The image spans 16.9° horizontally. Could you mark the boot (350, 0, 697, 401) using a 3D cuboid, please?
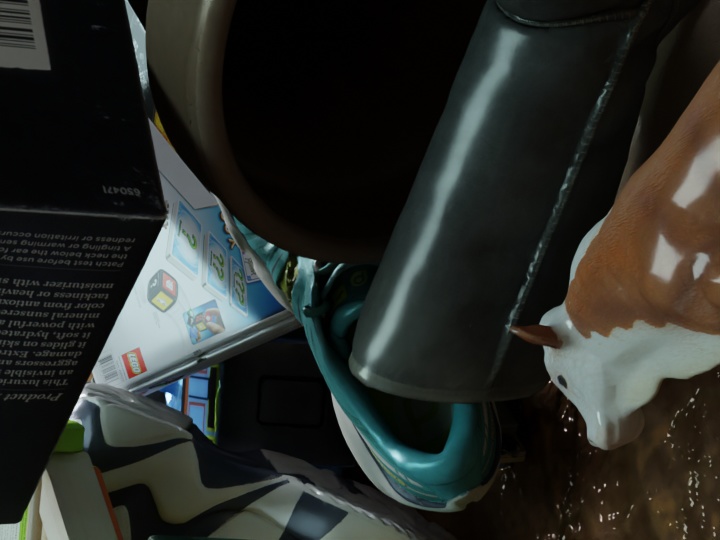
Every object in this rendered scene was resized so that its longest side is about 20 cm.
[{"bbox_3d":[0.040,-0.052,0.824,0.073,0.182,0.200,50,119,40],"label":"boot"}]

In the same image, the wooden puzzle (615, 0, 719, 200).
[{"bbox_3d":[0.106,-0.069,0.937,0.185,0.037,0.200,-21,63,58],"label":"wooden puzzle"}]

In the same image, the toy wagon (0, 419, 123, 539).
[{"bbox_3d":[-0.135,0.135,0.972,0.200,0.040,0.155,5,90,55],"label":"toy wagon"}]

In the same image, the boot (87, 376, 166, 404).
[{"bbox_3d":[-0.109,0.036,1.188,0.073,0.182,0.200,40,131,5],"label":"boot"}]

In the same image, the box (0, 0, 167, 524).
[{"bbox_3d":[-0.165,-0.041,0.888,0.198,0.123,0.200,122,144,-47],"label":"box"}]

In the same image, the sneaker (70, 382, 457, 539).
[{"bbox_3d":[-0.052,0.142,1.020,0.079,0.199,0.130,-110,43,-84],"label":"sneaker"}]

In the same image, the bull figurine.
[{"bbox_3d":[0.135,-0.020,0.794,0.121,0.065,0.200,33,97,41],"label":"bull figurine"}]

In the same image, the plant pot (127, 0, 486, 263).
[{"bbox_3d":[-0.017,-0.131,0.898,0.175,0.200,0.200,44,124,41],"label":"plant pot"}]

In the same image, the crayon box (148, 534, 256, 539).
[{"bbox_3d":[-0.013,0.210,0.956,0.058,0.172,0.200,-143,62,-64],"label":"crayon box"}]

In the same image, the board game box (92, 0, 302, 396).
[{"bbox_3d":[-0.088,-0.057,1.050,0.126,0.035,0.200,-24,80,32],"label":"board game box"}]

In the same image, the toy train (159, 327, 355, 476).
[{"bbox_3d":[-0.051,0.106,1.115,0.114,0.087,0.200,180,95,-73],"label":"toy train"}]

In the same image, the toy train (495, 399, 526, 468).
[{"bbox_3d":[0.022,0.023,1.066,0.200,0.034,0.046,-121,40,-47],"label":"toy train"}]

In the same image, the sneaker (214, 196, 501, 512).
[{"bbox_3d":[0.000,0.000,0.950,0.200,0.077,0.080,60,180,10],"label":"sneaker"}]
